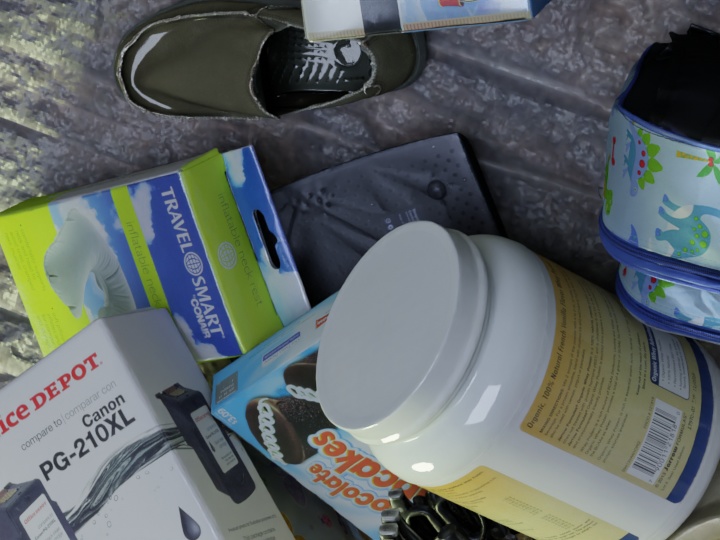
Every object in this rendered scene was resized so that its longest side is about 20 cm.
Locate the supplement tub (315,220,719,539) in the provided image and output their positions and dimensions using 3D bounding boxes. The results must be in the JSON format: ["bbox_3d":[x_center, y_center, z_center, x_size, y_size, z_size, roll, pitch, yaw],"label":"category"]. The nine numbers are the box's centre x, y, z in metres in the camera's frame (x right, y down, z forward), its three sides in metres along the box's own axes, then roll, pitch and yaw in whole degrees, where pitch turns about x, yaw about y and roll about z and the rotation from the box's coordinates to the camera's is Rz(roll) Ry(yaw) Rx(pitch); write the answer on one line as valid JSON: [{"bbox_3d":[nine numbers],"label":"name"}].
[{"bbox_3d":[0.089,0.067,1.260,0.200,0.145,0.144,27,117,-30],"label":"supplement tub"}]

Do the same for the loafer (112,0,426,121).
[{"bbox_3d":[-0.063,-0.129,1.364,0.199,0.070,0.076,-5,103,19],"label":"loafer"}]

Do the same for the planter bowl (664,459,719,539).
[{"bbox_3d":[0.235,0.174,1.319,0.199,0.135,0.201,5,106,16],"label":"planter bowl"}]

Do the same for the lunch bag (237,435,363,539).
[{"bbox_3d":[-0.077,0.215,1.438,0.169,0.127,0.200,-34,82,23],"label":"lunch bag"}]

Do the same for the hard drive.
[{"bbox_3d":[0.000,0.000,1.394,0.199,0.042,0.135,-20,98,24],"label":"hard drive"}]

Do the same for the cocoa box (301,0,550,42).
[{"bbox_3d":[0.035,-0.238,1.243,0.131,0.133,0.201,-4,105,17],"label":"cocoa box"}]

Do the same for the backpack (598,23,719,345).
[{"bbox_3d":[0.218,-0.036,1.229,0.182,0.200,0.148,13,109,13],"label":"backpack"}]

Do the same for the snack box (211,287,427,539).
[{"bbox_3d":[0.019,0.100,1.370,0.116,0.037,0.200,-34,123,25],"label":"snack box"}]

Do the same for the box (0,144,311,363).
[{"bbox_3d":[-0.131,0.000,1.403,0.199,0.048,0.122,-11,103,41],"label":"box"}]

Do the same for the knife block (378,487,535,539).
[{"bbox_3d":[0.083,0.215,1.333,0.064,0.175,0.201,-24,74,27],"label":"knife block"}]

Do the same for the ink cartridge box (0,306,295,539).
[{"bbox_3d":[-0.139,0.143,1.343,0.145,0.084,0.200,-35,78,22],"label":"ink cartridge box"}]
